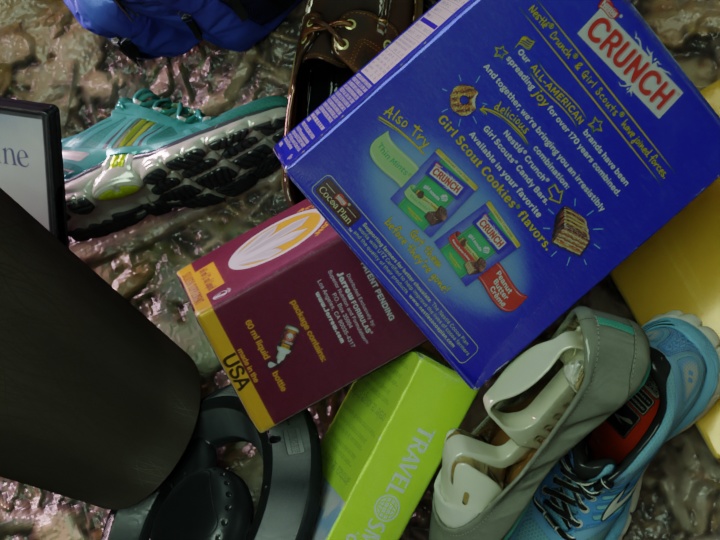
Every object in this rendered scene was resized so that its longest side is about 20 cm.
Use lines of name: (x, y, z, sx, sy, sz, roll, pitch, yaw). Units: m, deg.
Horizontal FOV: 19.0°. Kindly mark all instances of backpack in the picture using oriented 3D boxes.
backpack: (-0.125, -0.224, 1.352, 0.168, 0.200, 0.163, -42, 72, 7)

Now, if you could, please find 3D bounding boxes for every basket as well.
basket: (-0.207, 0.058, 1.316, 0.181, 0.200, 0.136, -48, 37, 10)

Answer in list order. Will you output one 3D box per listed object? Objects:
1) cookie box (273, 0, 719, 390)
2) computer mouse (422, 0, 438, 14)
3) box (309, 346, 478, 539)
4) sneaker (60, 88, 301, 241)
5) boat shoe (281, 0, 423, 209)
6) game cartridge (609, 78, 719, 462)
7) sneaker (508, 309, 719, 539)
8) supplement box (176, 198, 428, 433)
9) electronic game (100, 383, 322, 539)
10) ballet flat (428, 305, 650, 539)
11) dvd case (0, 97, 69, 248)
cookie box: (0.081, -0.066, 1.184, 0.200, 0.075, 0.171, -40, 107, 2)
computer mouse: (0.092, -0.215, 1.361, 0.199, 0.053, 0.140, -25, 76, 26)
box: (-0.005, 0.139, 1.290, 0.047, 0.122, 0.201, 28, 91, -13)
sneaker: (-0.133, -0.084, 1.400, 0.198, 0.077, 0.080, -14, 68, 16)
boat shoe: (-0.008, -0.128, 1.346, 0.070, 0.070, 0.202, 6, 92, 33)
game cartridge: (0.240, -0.015, 1.286, 0.176, 0.032, 0.201, -31, 70, 11)
sneaker: (0.130, 0.109, 1.255, 0.078, 0.090, 0.201, 38, 112, 20)
supplement box: (0.000, 0.000, 1.282, 0.199, 0.110, 0.086, -29, 108, -3)
electronic game: (-0.096, 0.160, 1.314, 0.199, 0.041, 0.201, -33, 41, 33)
ballet flat: (0.082, 0.094, 1.210, 0.200, 0.063, 0.068, -50, 36, 26)
dvd case: (-0.255, -0.020, 1.403, 0.142, 0.018, 0.202, 9, 115, 20)
